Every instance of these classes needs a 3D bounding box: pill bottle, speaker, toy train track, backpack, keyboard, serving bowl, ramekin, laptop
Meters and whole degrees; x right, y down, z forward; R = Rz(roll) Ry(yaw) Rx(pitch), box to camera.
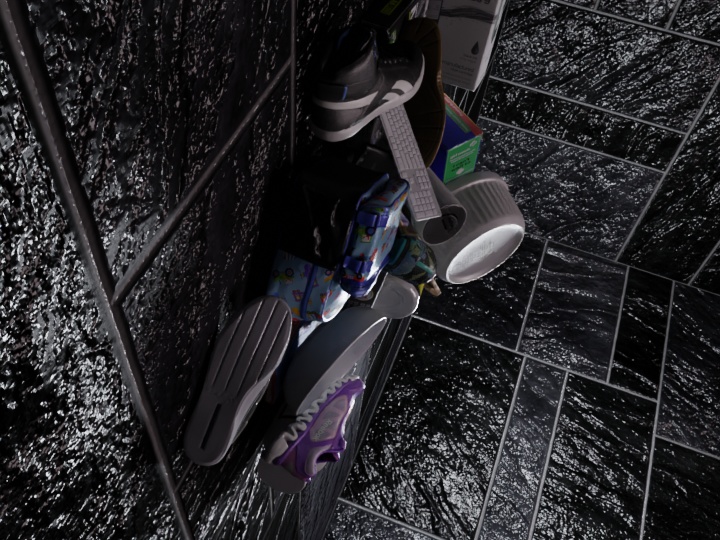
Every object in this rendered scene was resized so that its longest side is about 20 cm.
[{"bbox_3d":[-0.091,0.262,1.196,0.200,0.111,0.112,-58,165,-53],"label":"pill bottle"},{"bbox_3d":[0.085,-0.133,1.160,0.081,0.200,0.081,-21,142,-17],"label":"speaker"},{"bbox_3d":[0.081,-0.029,1.253,0.033,0.115,0.200,-37,119,-9],"label":"toy train track"},{"bbox_3d":[-0.036,-0.023,0.873,0.183,0.134,0.200,-48,156,-69],"label":"backpack"},{"bbox_3d":[0.073,-0.017,1.374,0.114,0.114,0.200,99,8,-47],"label":"pill bottle"},{"bbox_3d":[0.054,-0.160,0.927,0.056,0.011,0.200,-14,84,-52],"label":"keyboard"},{"bbox_3d":[-0.050,0.125,1.103,0.200,0.066,0.200,-46,168,-13],"label":"serving bowl"},{"bbox_3d":[0.190,-0.066,1.266,0.200,0.105,0.200,-24,153,-13],"label":"ramekin"},{"bbox_3d":[-0.016,-0.108,1.066,0.200,0.116,0.187,11,116,-53],"label":"laptop"}]

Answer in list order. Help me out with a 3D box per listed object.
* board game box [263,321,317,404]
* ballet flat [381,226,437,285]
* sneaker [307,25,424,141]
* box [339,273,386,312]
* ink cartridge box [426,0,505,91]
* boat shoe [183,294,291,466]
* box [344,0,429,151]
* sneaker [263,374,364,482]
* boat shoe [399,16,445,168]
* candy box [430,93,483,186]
[{"bbox_3d":[-0.097,0.098,1.116,0.103,0.019,0.200,102,11,-47],"label":"board game box"},{"bbox_3d":[0.059,-0.017,0.994,0.200,0.074,0.074,-123,-130,-76],"label":"ballet flat"},{"bbox_3d":[0.018,-0.241,0.839,0.200,0.073,0.112,-48,157,-33],"label":"sneaker"},{"bbox_3d":[0.000,0.000,1.194,0.200,0.044,0.160,112,-13,-45],"label":"box"},{"bbox_3d":[0.139,-0.398,1.110,0.084,0.146,0.200,-58,164,-50],"label":"ink cartridge box"},{"bbox_3d":[-0.137,0.116,0.807,0.200,0.072,0.071,-61,180,1],"label":"boat shoe"},{"bbox_3d":[0.041,-0.297,1.039,0.200,0.047,0.193,101,16,-44],"label":"box"},{"bbox_3d":[-0.052,0.240,1.096,0.200,0.088,0.081,-41,166,-38],"label":"sneaker"},{"bbox_3d":[0.084,-0.234,0.984,0.065,0.073,0.200,-36,131,-76],"label":"boat shoe"},{"bbox_3d":[0.118,-0.212,1.247,0.077,0.169,0.200,-30,155,-14],"label":"candy box"}]
